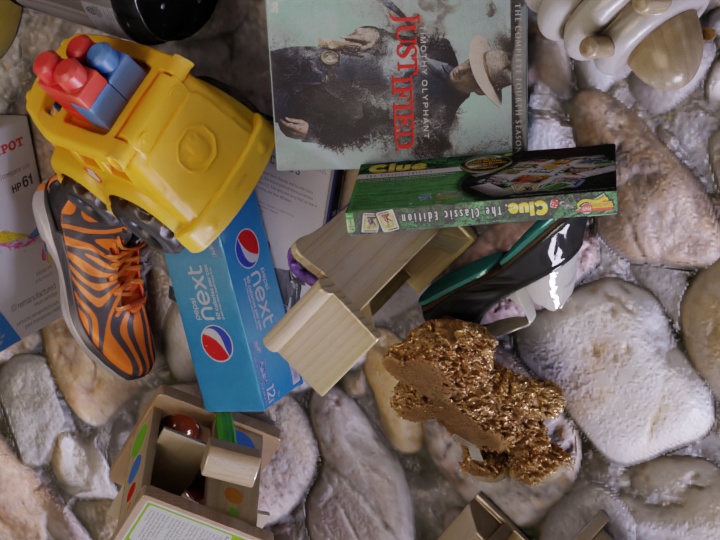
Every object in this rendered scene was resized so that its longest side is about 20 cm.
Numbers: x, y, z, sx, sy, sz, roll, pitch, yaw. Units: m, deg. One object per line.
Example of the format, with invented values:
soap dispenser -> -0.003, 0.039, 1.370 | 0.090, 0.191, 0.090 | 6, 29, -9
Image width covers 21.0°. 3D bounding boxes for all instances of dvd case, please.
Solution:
dvd case -> -0.091, -0.038, 1.671 | 0.149, 0.025, 0.202 | 24, 121, 23
dvd case -> 0.029, -0.148, 1.486 | 0.198, 0.022, 0.147 | -1, 116, 2

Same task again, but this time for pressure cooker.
pressure cooker -> -0.215, -0.283, 1.550 | 0.198, 0.178, 0.178 | 18, 122, 25

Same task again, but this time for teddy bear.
teddy bear -> 0.096, 0.105, 1.561 | 0.200, 0.067, 0.144 | 42, 146, -23

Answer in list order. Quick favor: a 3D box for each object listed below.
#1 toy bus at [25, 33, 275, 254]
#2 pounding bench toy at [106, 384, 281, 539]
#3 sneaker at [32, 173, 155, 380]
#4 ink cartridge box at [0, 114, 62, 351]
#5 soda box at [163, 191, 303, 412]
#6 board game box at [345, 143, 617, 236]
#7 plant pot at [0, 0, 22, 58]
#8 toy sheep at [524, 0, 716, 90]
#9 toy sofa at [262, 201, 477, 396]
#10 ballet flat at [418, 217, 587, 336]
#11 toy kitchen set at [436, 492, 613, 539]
toy bus -> -0.197, -0.124, 1.543 | 0.199, 0.136, 0.192 | 21, 165, 45
pounding bench toy -> -0.136, 0.177, 1.701 | 0.123, 0.157, 0.201 | 22, 127, -15
sneaker -> -0.215, -0.003, 1.733 | 0.111, 0.077, 0.202 | -19, 99, 38
ink cartridge box -> -0.361, -0.030, 1.773 | 0.084, 0.144, 0.202 | 2, 111, 32
soda box -> -0.114, 0.016, 1.653 | 0.067, 0.064, 0.202 | -3, 107, 34
board game box -> 0.092, -0.061, 1.446 | 0.198, 0.105, 0.024 | -4, 115, 9
plant pot -> -0.421, -0.253, 1.719 | 0.198, 0.142, 0.202 | 13, 116, 28
toy sheep -> 0.172, -0.211, 1.359 | 0.138, 0.137, 0.201 | -40, 76, 38
toy sofa -> 0.000, 0.000, 1.518 | 0.098, 0.200, 0.083 | 45, 128, 0
ballet flat -> 0.127, 0.005, 1.527 | 0.069, 0.068, 0.200 | 48, 138, -6
toy kitchen set -> 0.105, 0.286, 1.582 | 0.163, 0.180, 0.200 | 44, 123, 11
